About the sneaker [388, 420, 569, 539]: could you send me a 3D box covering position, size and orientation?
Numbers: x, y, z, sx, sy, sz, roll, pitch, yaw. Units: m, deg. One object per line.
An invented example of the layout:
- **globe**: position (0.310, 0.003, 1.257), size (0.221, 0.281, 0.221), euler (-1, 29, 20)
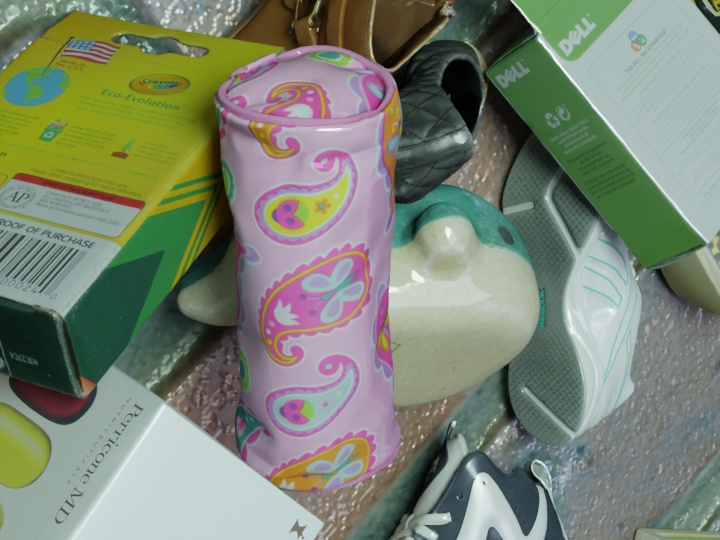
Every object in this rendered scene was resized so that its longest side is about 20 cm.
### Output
- **sneaker**: position (0.031, 0.155, 0.919), size (0.197, 0.079, 0.131), euler (-4, 82, -10)

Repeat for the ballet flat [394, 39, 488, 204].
- **ballet flat**: position (0.047, -0.078, 0.828), size (0.056, 0.200, 0.067), euler (-10, 108, 17)

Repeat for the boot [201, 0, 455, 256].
- **boot**: position (-0.021, -0.096, 0.780), size (0.073, 0.154, 0.202), euler (19, 88, -28)

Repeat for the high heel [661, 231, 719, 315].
- **high heel**: position (0.265, -0.025, 1.020), size (0.143, 0.071, 0.200), euler (-47, 136, -8)

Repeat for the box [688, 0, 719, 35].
- **box**: position (0.259, -0.143, 0.969), size (0.201, 0.049, 0.160), euler (62, 34, -26)

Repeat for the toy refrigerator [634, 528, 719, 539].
- **toy refrigerator**: position (0.278, 0.216, 1.080), size (0.198, 0.076, 0.071), euler (9, 95, -32)

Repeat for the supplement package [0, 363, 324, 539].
- **supplement package**: position (-0.131, 0.099, 0.720), size (0.109, 0.199, 0.114), euler (42, 77, -37)

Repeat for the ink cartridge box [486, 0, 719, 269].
- **ink cartridge box**: position (0.140, -0.113, 0.881), size (0.200, 0.059, 0.104), euler (49, 61, -7)

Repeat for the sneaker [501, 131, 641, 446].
- **sneaker**: position (0.131, -0.001, 0.958), size (0.080, 0.070, 0.203), euler (-13, 109, -46)

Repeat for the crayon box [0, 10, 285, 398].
- **crayon box**: position (-0.127, -0.039, 0.715), size (0.200, 0.126, 0.051), euler (-55, 150, -41)

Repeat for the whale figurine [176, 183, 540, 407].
- **whale figurine**: position (0.000, 0.000, 0.838), size (0.198, 0.159, 0.105), euler (12, 52, -33)

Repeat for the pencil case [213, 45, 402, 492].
- **pencil case**: position (-0.023, 0.004, 0.716), size (0.087, 0.087, 0.202), euler (-18, 126, -28)
